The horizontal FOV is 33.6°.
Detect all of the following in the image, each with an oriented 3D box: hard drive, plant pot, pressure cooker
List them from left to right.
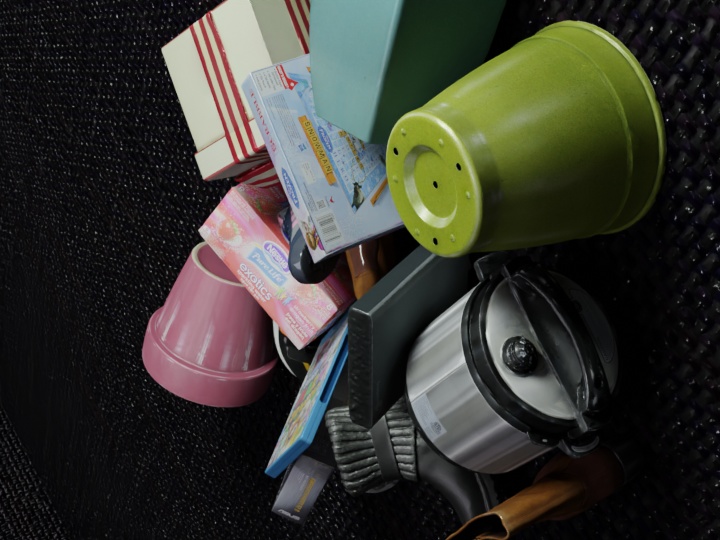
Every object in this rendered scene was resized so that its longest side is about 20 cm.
[{"bbox_3d":[-0.200,0.065,1.708,0.200,0.198,0.181,42,125,37],"label":"plant pot"},{"bbox_3d":[0.035,-0.227,1.135,0.141,0.140,0.202,33,115,44],"label":"plant pot"},{"bbox_3d":[0.051,0.053,1.237,0.033,0.200,0.141,19,127,27],"label":"hard drive"},{"bbox_3d":[0.132,-0.102,1.063,0.200,0.191,0.203,34,134,44],"label":"plant pot"},{"bbox_3d":[0.154,0.093,1.152,0.175,0.180,0.200,28,145,-12],"label":"pressure cooker"}]

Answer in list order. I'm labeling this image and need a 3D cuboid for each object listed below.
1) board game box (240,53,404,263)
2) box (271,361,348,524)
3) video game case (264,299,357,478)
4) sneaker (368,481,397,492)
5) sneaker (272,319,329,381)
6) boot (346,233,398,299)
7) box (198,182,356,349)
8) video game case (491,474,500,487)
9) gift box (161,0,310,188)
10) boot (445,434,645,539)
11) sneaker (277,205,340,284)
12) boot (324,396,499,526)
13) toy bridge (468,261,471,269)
[{"bbox_3d":[0.004,-0.136,1.238,0.202,0.198,0.041,68,157,3],"label":"board game box"},{"bbox_3d":[-0.046,0.202,1.537,0.048,0.201,0.159,22,139,-3],"label":"box"},{"bbox_3d":[-0.053,0.144,1.458,0.018,0.201,0.143,28,148,-7],"label":"video game case"},{"bbox_3d":[0.017,0.187,1.535,0.100,0.077,0.202,-121,36,-47],"label":"sneaker"},{"bbox_3d":[-0.072,0.063,1.602,0.090,0.069,0.203,10,114,59],"label":"sneaker"},{"bbox_3d":[0.000,0.000,1.315,0.201,0.067,0.190,-85,-10,-48],"label":"boot"},{"bbox_3d":[-0.091,-0.018,1.491,0.200,0.102,0.095,49,128,6],"label":"box"},{"bbox_3d":[0.126,0.151,1.395,0.143,0.019,0.202,45,141,35],"label":"video game case"},{"bbox_3d":[-0.082,-0.207,1.360,0.184,0.199,0.189,-23,85,46],"label":"gift box"},{"bbox_3d":[0.169,0.246,1.204,0.188,0.198,0.069,-35,79,58],"label":"boot"},{"bbox_3d":[-0.065,-0.044,1.402,0.081,0.201,0.071,-4,118,18],"label":"sneaker"},{"bbox_3d":[0.060,0.234,1.367,0.079,0.156,0.213,92,155,-77],"label":"boot"},{"bbox_3d":[0.068,-0.092,1.331,0.067,0.027,0.202,-7,103,59],"label":"toy bridge"}]
